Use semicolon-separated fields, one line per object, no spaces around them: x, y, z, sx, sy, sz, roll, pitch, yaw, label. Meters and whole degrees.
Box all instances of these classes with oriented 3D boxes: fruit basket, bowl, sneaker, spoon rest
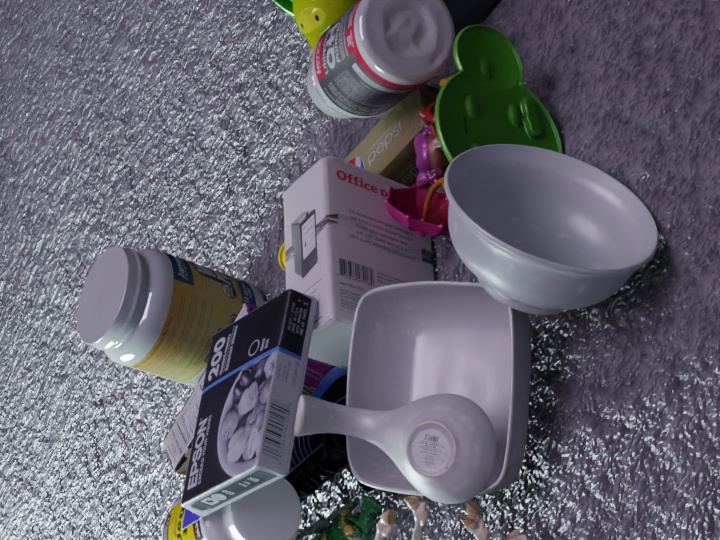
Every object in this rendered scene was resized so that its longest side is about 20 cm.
-0.046;-0.360;1.913;0.215;0.155;0.216;-41;26;25;fruit basket
0.161;-0.024;1.403;0.202;0.199;0.091;-116;34;-48;bowl
-0.048;0.198;1.674;0.201;0.070;0.078;-58;30;17;sneaker
0.037;0.153;1.439;0.198;0.060;0.100;12;93;28;spoon rest
0.082;0.114;1.481;0.199;0.074;0.202;-2;82;39;bowl

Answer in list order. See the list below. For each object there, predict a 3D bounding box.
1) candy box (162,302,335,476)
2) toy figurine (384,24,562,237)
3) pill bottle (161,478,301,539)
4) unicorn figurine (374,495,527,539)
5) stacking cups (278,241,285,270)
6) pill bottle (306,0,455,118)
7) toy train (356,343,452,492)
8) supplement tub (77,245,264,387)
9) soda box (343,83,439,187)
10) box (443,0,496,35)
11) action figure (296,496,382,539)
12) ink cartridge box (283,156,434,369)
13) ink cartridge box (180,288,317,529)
-0.114;0.149;1.735;0.201;0.136;0.061;-58;34;18;candy box
0.091;-0.119;1.584;0.184;0.149;0.202;-38;52;51;toy figurine
-0.133;0.270;1.637;0.200;0.108;0.110;142;137;-60;pill bottle
0.066;0.280;1.439;0.199;0.073;0.139;9;111;46;unicorn figurine
-0.038;0.033;1.752;0.061;0.060;0.200;-56;35;20;stacking cups
0.013;-0.227;1.652;0.200;0.110;0.112;154;129;-66;pill bottle
0.052;0.141;1.587;0.201;0.041;0.057;-56;26;20;toy train
-0.229;0.058;1.891;0.144;0.199;0.146;-30;50;44;supplement tub
0.034;-0.115;1.726;0.200;0.064;0.068;-46;40;33;soda box
0.096;-0.394;1.728;0.200;0.123;0.198;-47;38;30;box
-0.044;0.305;1.629;0.200;0.054;0.119;-49;35;22;action figure
0.000;0.000;1.638;0.084;0.145;0.202;-37;45;42;ink cartridge box
-0.126;0.140;1.557;0.200;0.043;0.200;-34;39;46;ink cartridge box
